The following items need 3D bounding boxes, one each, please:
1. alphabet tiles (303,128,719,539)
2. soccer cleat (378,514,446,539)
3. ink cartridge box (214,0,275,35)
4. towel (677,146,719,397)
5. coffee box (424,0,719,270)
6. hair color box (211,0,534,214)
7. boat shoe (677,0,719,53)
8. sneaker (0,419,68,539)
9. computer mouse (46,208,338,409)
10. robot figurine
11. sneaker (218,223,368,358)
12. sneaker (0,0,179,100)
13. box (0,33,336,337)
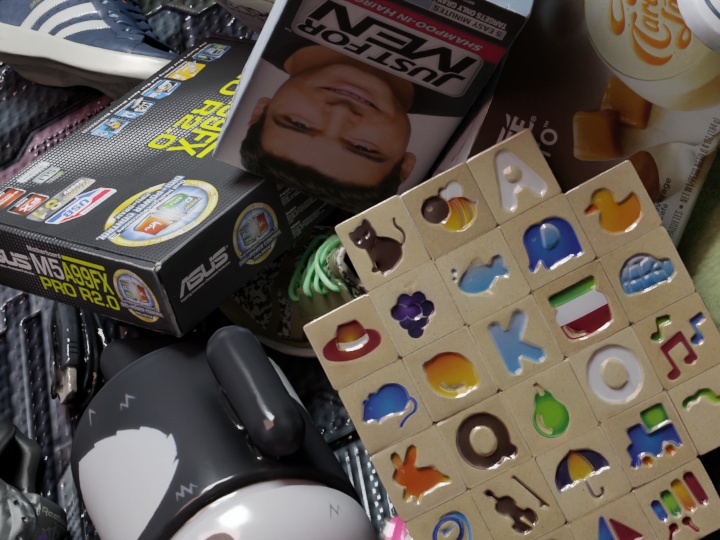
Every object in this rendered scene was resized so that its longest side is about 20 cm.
[{"bbox_3d":[0.077,0.047,1.004,0.166,0.006,0.201,-27,89,5],"label":"alphabet tiles"},{"bbox_3d":[0.053,0.128,1.045,0.086,0.070,0.201,7,76,9],"label":"soccer cleat"},{"bbox_3d":[-0.046,-0.191,1.220,0.146,0.200,0.083,21,81,42],"label":"ink cartridge box"},{"bbox_3d":[0.229,0.000,1.014,0.199,0.036,0.149,-6,61,33],"label":"towel"},{"bbox_3d":[0.113,-0.089,1.051,0.080,0.114,0.201,-135,67,-78],"label":"coffee box"},{"bbox_3d":[0.006,-0.104,1.037,0.200,0.099,0.061,123,166,-59],"label":"hair color box"},{"bbox_3d":[0.211,-0.179,0.989,0.200,0.073,0.067,-52,3,-26],"label":"boat shoe"},{"bbox_3d":[-0.199,0.163,1.207,0.087,0.076,0.200,-30,49,10],"label":"sneaker"},{"bbox_3d":[-0.106,-0.013,1.256,0.199,0.053,0.139,-22,52,25],"label":"computer mouse"},{"bbox_3d":[-0.071,0.115,1.102,0.125,0.150,0.200,-33,47,-2],"label":"robot figurine"},{"bbox_3d":[0.000,0.000,1.135,0.199,0.089,0.077,7,66,31],"label":"sneaker"},{"bbox_3d":[-0.156,-0.153,1.363,0.200,0.075,0.085,19,80,42],"label":"sneaker"},{"bbox_3d":[-0.087,-0.051,1.179,0.160,0.044,0.200,14,43,43],"label":"box"}]
